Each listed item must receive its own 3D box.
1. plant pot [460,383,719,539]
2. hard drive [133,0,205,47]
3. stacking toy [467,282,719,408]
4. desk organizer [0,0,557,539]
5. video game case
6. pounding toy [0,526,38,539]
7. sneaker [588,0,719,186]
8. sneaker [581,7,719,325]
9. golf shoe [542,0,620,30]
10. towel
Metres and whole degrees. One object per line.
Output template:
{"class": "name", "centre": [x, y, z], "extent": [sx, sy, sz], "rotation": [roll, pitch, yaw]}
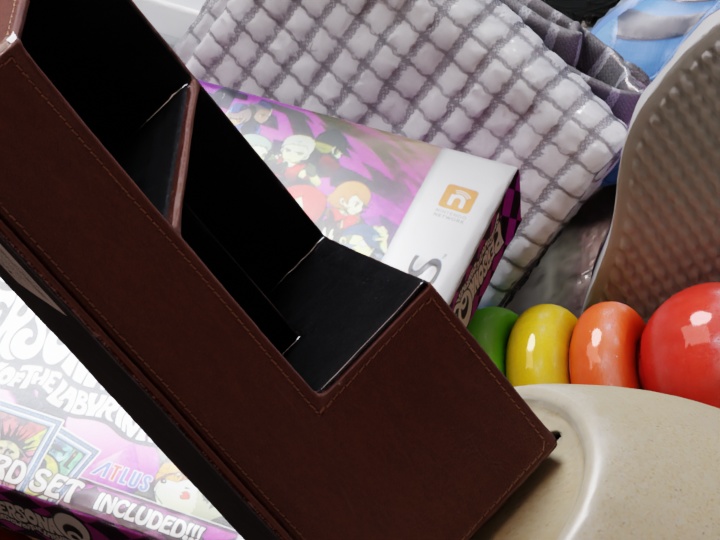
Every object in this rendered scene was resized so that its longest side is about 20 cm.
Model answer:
{"class": "plant pot", "centre": [0.066, 0.112, 0.635], "extent": [0.200, 0.134, 0.200], "rotation": [-30, 32, 21]}
{"class": "hard drive", "centre": [-0.003, -0.103, 0.957], "extent": [0.200, 0.027, 0.132], "rotation": [20, 21, 29]}
{"class": "stacking toy", "centre": [0.054, 0.046, 0.746], "extent": [0.200, 0.085, 0.085], "rotation": [-10, 40, 24]}
{"class": "desk organizer", "centre": [-0.039, 0.002, 0.567], "extent": [0.077, 0.200, 0.072], "rotation": [-46, 29, -12]}
{"class": "video game case", "centre": [-0.069, 0.013, 0.721], "extent": [0.200, 0.036, 0.181], "rotation": [17, 55, 17]}
{"class": "pounding toy", "centre": [-0.109, 0.123, 0.807], "extent": [0.184, 0.200, 0.142], "rotation": [-38, 26, 35]}
{"class": "sneaker", "centre": [0.158, -0.087, 0.863], "extent": [0.200, 0.066, 0.079], "rotation": [-32, 34, 16]}
{"class": "sneaker", "centre": [0.136, -0.053, 0.756], "extent": [0.114, 0.073, 0.201], "rotation": [-57, -5, -38]}
{"class": "golf shoe", "centre": [0.071, -0.174, 0.982], "extent": [0.200, 0.078, 0.095], "rotation": [33, 73, 32]}
{"class": "towel", "centre": [0.002, -0.044, 0.834], "extent": [0.200, 0.166, 0.086], "rotation": [-55, -10, 29]}
